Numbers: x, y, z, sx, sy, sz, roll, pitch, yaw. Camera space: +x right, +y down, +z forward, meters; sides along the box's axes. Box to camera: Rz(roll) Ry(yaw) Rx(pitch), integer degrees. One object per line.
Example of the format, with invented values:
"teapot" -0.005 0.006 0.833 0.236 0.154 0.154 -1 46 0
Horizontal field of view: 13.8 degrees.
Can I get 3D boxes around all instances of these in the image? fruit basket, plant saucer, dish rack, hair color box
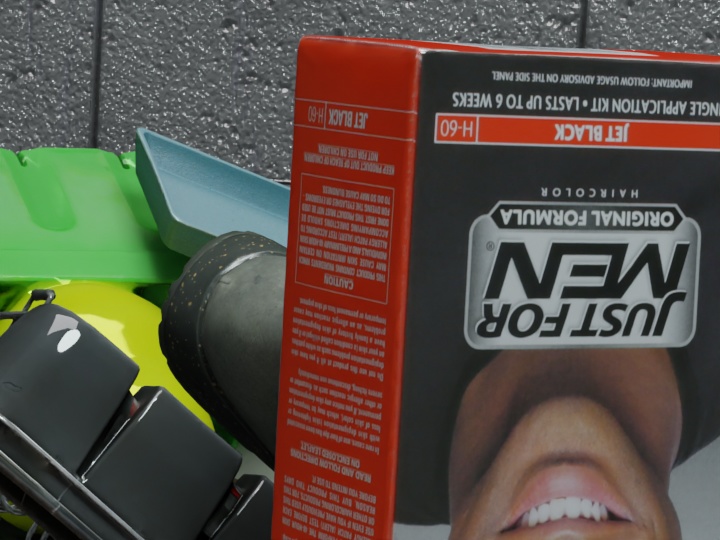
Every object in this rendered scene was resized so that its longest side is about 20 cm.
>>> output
"fruit basket" -0.119 0.047 1.145 0.215 0.156 0.216 14 44 -14
"plant saucer" 0.000 0.000 1.170 0.200 0.019 0.070 20 24 -28
"dish rack" -0.071 0.068 0.860 0.153 0.055 0.200 44 -15 -15
"hair color box" 0.035 0.046 0.716 0.101 0.201 0.061 -1 7 -30

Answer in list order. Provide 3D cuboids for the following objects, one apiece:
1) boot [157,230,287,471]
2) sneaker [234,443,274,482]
"boot" 0.035 0.070 0.834 0.200 0.068 0.131 45 -14 -32
"sneaker" 0.011 0.053 1.193 0.067 0.090 0.200 0 7 -38
